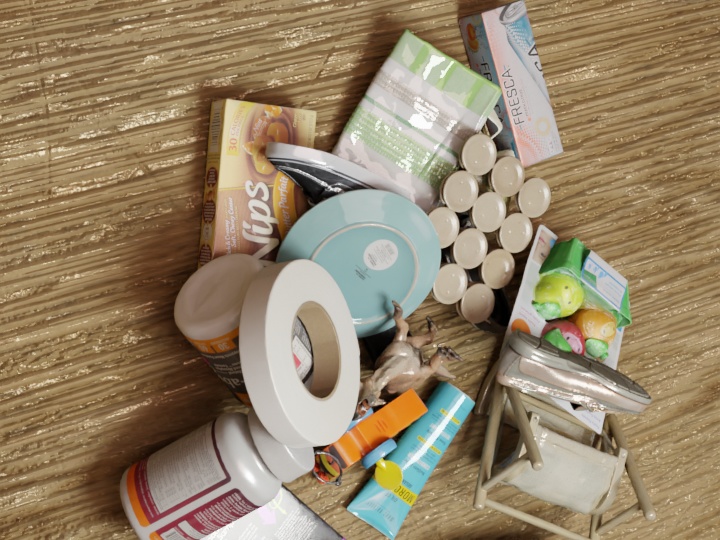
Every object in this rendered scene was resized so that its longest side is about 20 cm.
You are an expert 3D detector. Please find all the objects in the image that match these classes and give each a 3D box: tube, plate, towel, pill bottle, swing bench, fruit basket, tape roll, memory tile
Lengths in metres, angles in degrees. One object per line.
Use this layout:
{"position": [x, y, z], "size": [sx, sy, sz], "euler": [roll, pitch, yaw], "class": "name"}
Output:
{"position": [0.067, 0.233, 1.629], "size": [0.077, 0.050, 0.201], "euler": [36, 83, -15], "class": "tube"}
{"position": [0.000, 0.000, 1.508], "size": [0.198, 0.026, 0.202], "euler": [-7, 122, -10], "class": "plate"}
{"position": [0.063, -0.166, 1.569], "size": [0.148, 0.031, 0.201], "euler": [29, 97, -13], "class": "towel"}
{"position": [-0.156, 0.224, 1.440], "size": [0.199, 0.110, 0.110], "euler": [-29, 107, 12], "class": "pill bottle"}
{"position": [0.255, 0.220, 1.655], "size": [0.198, 0.130, 0.201], "euler": [25, 46, -23], "class": "swing bench"}
{"position": [0.262, 0.070, 1.610], "size": [0.185, 0.093, 0.201], "euler": [37, 50, -24], "class": "fruit basket"}
{"position": [-0.114, 0.084, 1.471], "size": [0.116, 0.116, 0.200], "euler": [-47, 130, -15], "class": "pill bottle"}
{"position": [-0.062, 0.089, 1.403], "size": [0.202, 0.037, 0.205], "euler": [32, 53, -55], "class": "tape roll"}
{"position": [0.141, -0.049, 1.587], "size": [0.153, 0.017, 0.201], "euler": [32, 84, -29], "class": "memory tile"}

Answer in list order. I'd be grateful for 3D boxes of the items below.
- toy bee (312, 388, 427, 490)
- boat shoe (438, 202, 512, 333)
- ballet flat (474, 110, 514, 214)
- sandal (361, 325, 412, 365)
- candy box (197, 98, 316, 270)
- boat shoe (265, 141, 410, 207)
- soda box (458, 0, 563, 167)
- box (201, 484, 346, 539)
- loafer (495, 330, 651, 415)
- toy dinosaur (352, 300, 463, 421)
{"position": [-0.015, 0.206, 1.569], "size": [0.199, 0.109, 0.132], "euler": [-1, 62, -37], "class": "toy bee"}
{"position": [0.141, -0.013, 1.639], "size": [0.067, 0.057, 0.201], "euler": [-30, 105, -20], "class": "boat shoe"}
{"position": [0.154, -0.153, 1.626], "size": [0.070, 0.071, 0.201], "euler": [-31, 103, -20], "class": "ballet flat"}
{"position": [0.011, 0.046, 1.593], "size": [0.075, 0.048, 0.202], "euler": [-29, 118, -18], "class": "sandal"}
{"position": [-0.120, -0.091, 1.513], "size": [0.114, 0.055, 0.202], "euler": [5, 92, -25], "class": "candy box"}
{"position": [-0.029, -0.090, 1.496], "size": [0.199, 0.071, 0.068], "euler": [22, 83, -38], "class": "boat shoe"}
{"position": [0.190, -0.232, 1.646], "size": [0.068, 0.063, 0.202], "euler": [-21, 102, -22], "class": "soda box"}
{"position": [-0.113, 0.331, 1.553], "size": [0.200, 0.036, 0.143], "euler": [45, 74, -22], "class": "box"}
{"position": [0.248, 0.132, 1.536], "size": [0.199, 0.072, 0.063], "euler": [24, 105, -20], "class": "loafer"}
{"position": [0.039, 0.119, 1.552], "size": [0.136, 0.200, 0.086], "euler": [-46, 68, 11], "class": "toy dinosaur"}
